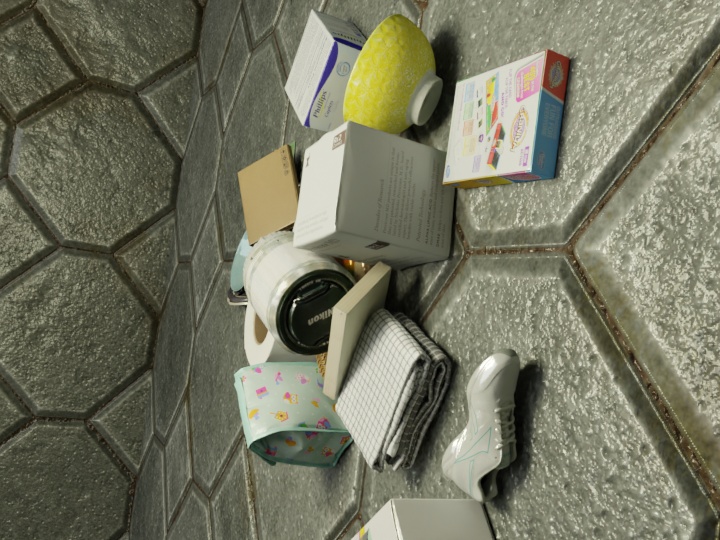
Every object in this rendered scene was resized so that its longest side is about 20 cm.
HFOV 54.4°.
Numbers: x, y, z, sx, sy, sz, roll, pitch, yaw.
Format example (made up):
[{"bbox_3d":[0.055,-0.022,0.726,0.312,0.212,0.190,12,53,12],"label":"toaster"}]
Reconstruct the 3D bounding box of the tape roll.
[{"bbox_3d":[-0.138,0.102,1.410,0.202,0.137,0.207,-30,56,58],"label":"tape roll"}]

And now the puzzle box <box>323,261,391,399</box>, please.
[{"bbox_3d":[-0.007,0.098,1.118,0.025,0.133,0.203,27,134,19],"label":"puzzle box"}]

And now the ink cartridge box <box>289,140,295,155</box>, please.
[{"bbox_3d":[-0.215,-0.222,1.757,0.103,0.058,0.205,-18,66,61],"label":"ink cartridge box"}]

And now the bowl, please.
[{"bbox_3d":[0.068,-0.293,1.129,0.107,0.200,0.203,30,117,16],"label":"bowl"}]

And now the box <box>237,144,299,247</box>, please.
[{"bbox_3d":[-0.216,-0.178,1.673,0.161,0.021,0.204,-23,67,26],"label":"box"}]

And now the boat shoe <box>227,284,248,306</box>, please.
[{"bbox_3d":[-0.314,0.060,1.856,0.199,0.071,0.064,-172,89,-68],"label":"boat shoe"}]

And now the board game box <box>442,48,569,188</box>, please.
[{"bbox_3d":[0.190,-0.196,0.951,0.199,0.040,0.157,6,87,64],"label":"board game box"}]

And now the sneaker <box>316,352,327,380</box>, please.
[{"bbox_3d":[-0.037,0.124,1.272,0.074,0.089,0.203,-34,57,28],"label":"sneaker"}]

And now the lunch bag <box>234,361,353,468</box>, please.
[{"bbox_3d":[-0.130,0.258,1.276,0.123,0.196,0.172,-60,34,34],"label":"lunch bag"}]

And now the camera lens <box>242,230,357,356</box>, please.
[{"bbox_3d":[-0.102,0.035,1.172,0.200,0.157,0.163,41,118,56],"label":"camera lens"}]

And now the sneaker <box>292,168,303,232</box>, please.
[{"bbox_3d":[-0.106,-0.143,1.508,0.099,0.070,0.204,39,111,62],"label":"sneaker"}]

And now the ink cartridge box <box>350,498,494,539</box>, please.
[{"bbox_3d":[0.063,0.377,0.907,0.201,0.142,0.085,-57,35,39],"label":"ink cartridge box"}]

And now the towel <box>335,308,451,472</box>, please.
[{"bbox_3d":[0.051,0.182,1.069,0.166,0.084,0.204,44,119,57],"label":"towel"}]

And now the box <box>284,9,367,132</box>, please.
[{"bbox_3d":[-0.067,-0.415,1.470,0.186,0.103,0.201,-65,30,29],"label":"box"}]

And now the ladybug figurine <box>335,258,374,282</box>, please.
[{"bbox_3d":[0.000,0.000,1.236,0.135,0.071,0.205,-6,77,61],"label":"ladybug figurine"}]

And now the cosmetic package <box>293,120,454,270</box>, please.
[{"bbox_3d":[0.021,-0.106,1.084,0.164,0.196,0.169,-14,67,62],"label":"cosmetic package"}]

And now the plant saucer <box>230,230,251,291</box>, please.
[{"bbox_3d":[-0.282,-0.037,1.837,0.201,0.038,0.204,-42,37,42],"label":"plant saucer"}]

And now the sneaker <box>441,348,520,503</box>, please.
[{"bbox_3d":[0.165,0.193,0.861,0.080,0.069,0.204,40,124,50],"label":"sneaker"}]
